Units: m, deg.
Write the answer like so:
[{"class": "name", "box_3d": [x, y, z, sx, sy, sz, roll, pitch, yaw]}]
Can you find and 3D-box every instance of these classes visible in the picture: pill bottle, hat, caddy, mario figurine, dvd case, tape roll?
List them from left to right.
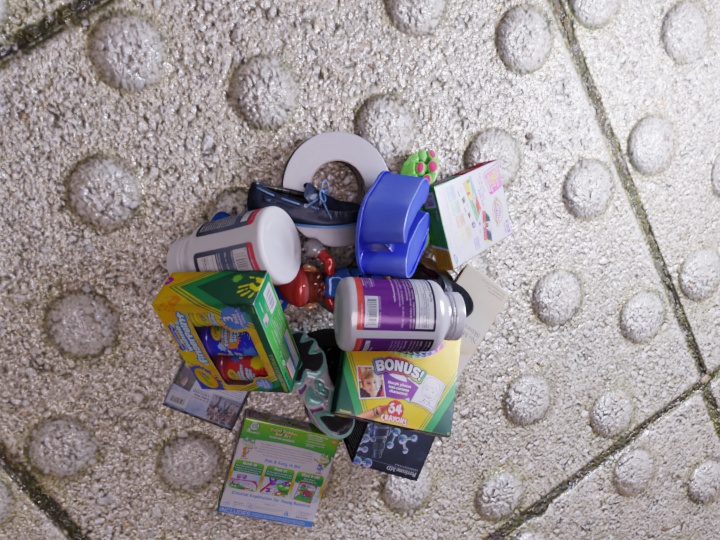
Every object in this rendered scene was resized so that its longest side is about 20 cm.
[{"class": "dvd case", "box_3d": [-0.266, 0.189, 0.976, 0.141, 0.018, 0.203, 26, 93, -16]}, {"class": "pill bottle", "box_3d": [-0.206, -0.025, 0.826, 0.196, 0.120, 0.122, -9, 105, 25]}, {"class": "mario figurine", "box_3d": [-0.049, 0.016, 0.918, 0.195, 0.106, 0.126, 1, 66, -6]}, {"class": "tape roll", "box_3d": [-0.046, -0.147, 0.940, 0.196, 0.066, 0.205, -2, 100, -12]}, {"class": "hat", "box_3d": [-0.039, 0.176, 0.981, 0.197, 0.081, 0.204, 9, 119, 16]}, {"class": "caddy", "box_3d": [0.047, -0.077, 0.850, 0.103, 0.201, 0.143, 7, 129, 20]}, {"class": "pill bottle", "box_3d": [0.060, 0.070, 0.811, 0.196, 0.112, 0.115, 3, 100, -13]}]

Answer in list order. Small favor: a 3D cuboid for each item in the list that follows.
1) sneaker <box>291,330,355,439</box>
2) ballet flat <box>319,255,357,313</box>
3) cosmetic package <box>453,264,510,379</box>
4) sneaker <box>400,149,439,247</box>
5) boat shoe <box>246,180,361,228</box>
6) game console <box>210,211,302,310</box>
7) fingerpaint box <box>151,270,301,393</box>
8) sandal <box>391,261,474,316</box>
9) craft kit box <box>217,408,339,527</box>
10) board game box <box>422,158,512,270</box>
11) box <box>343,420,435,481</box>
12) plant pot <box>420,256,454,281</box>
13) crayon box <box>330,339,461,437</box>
[{"class": "sneaker", "box_3d": [-0.086, 0.216, 0.931, 0.077, 0.140, 0.202, -23, 74, -19]}, {"class": "ballet flat", "box_3d": [0.000, 0.000, 0.973, 0.064, 0.067, 0.200, 44, 96, 2]}, {"class": "cosmetic package", "box_3d": [0.185, 0.103, 0.978, 0.103, 0.073, 0.202, 33, 79, 6]}, {"class": "sneaker", "box_3d": [0.110, -0.131, 0.980, 0.075, 0.084, 0.204, 8, 83, 15]}, {"class": "boat shoe", "box_3d": [-0.089, -0.112, 0.858, 0.196, 0.084, 0.070, 1, 112, -15]}, {"class": "game console", "box_3d": [-0.227, 0.028, 0.946, 0.170, 0.118, 0.202, 37, 84, -46]}, {"class": "fingerpaint box", "box_3d": [-0.199, 0.100, 0.799, 0.163, 0.074, 0.203, 0, 131, 14]}, {"class": "sandal", "box_3d": [0.117, 0.024, 0.945, 0.199, 0.048, 0.076, 35, 80, 20]}, {"class": "craft kit box", "box_3d": [-0.162, 0.395, 1.025, 0.196, 0.049, 0.201, 17, 98, -15]}, {"class": "board game box", "box_3d": [0.204, -0.108, 0.969, 0.198, 0.040, 0.156, -26, 107, -37]}, {"class": "box", "box_3d": [0.071, 0.285, 1.024, 0.146, 0.107, 0.203, 20, 96, -16]}, {"class": "plant pot", "box_3d": [0.101, 0.070, 1.033, 0.196, 0.027, 0.205, -2, 101, -13]}, {"class": "crayon box", "box_3d": [0.062, 0.172, 0.868, 0.196, 0.058, 0.176, 14, 71, -9]}]
